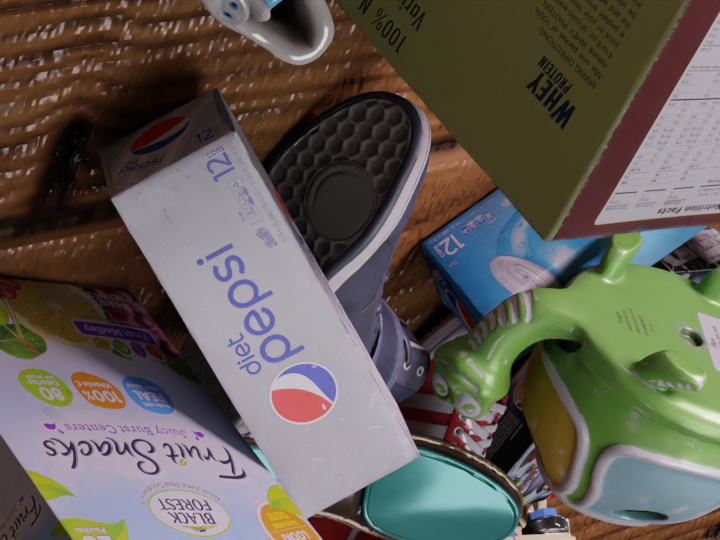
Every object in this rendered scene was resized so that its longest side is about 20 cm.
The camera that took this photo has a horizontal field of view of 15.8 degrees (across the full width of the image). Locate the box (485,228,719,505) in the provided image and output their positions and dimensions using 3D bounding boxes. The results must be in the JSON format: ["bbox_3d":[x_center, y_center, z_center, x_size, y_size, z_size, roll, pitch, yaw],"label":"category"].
[{"bbox_3d":[0.143,0.061,1.579,0.200,0.040,0.137,-53,159,20],"label":"box"}]

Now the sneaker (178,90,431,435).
[{"bbox_3d":[-0.001,0.000,1.350,0.146,0.077,0.202,7,121,-56],"label":"sneaker"}]

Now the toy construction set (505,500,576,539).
[{"bbox_3d":[0.065,0.195,1.629,0.200,0.092,0.131,-16,159,-33],"label":"toy construction set"}]

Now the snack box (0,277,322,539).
[{"bbox_3d":[-0.130,0.089,1.208,0.169,0.200,0.068,7,126,-50],"label":"snack box"}]

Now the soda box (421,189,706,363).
[{"bbox_3d":[0.136,-0.035,1.456,0.200,0.064,0.068,-35,148,-8],"label":"soda box"}]

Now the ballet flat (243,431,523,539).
[{"bbox_3d":[-0.006,0.107,1.435,0.200,0.065,0.071,14,112,-20],"label":"ballet flat"}]

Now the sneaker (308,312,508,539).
[{"bbox_3d":[0.054,0.111,1.504,0.200,0.113,0.071,-50,147,16],"label":"sneaker"}]

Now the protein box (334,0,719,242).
[{"bbox_3d":[0.117,-0.153,1.162,0.135,0.199,0.200,-5,135,-42],"label":"protein box"}]

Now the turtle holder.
[{"bbox_3d":[0.145,0.071,1.404,0.185,0.141,0.132,-5,136,-44],"label":"turtle holder"}]

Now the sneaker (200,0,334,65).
[{"bbox_3d":[-0.060,-0.152,1.091,0.075,0.087,0.200,-40,147,4],"label":"sneaker"}]

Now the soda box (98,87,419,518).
[{"bbox_3d":[-0.048,0.017,1.237,0.068,0.063,0.200,-29,116,2],"label":"soda box"}]
